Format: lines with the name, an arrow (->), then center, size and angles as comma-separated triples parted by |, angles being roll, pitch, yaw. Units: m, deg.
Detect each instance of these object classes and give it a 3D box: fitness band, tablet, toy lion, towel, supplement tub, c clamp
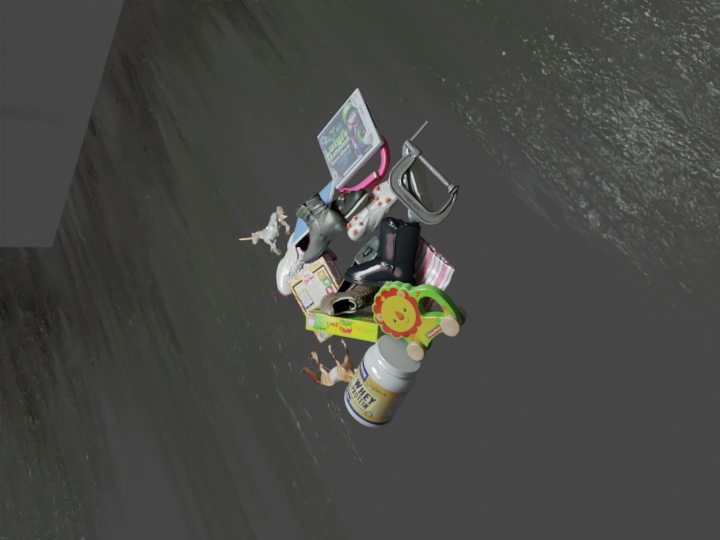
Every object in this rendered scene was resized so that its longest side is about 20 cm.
fitness band -> 0.000, -0.289, 1.565 | 0.198, 0.037, 0.147 | -30, 70, 41
tablet -> -0.134, -0.162, 1.644 | 0.199, 0.013, 0.133 | -37, 35, 43
toy lion -> 0.127, 0.101, 1.374 | 0.193, 0.069, 0.199 | 50, 127, 1
towel -> 0.138, -0.001, 1.437 | 0.200, 0.029, 0.149 | 46, 123, 35
supplement tub -> 0.056, 0.276, 1.442 | 0.145, 0.142, 0.203 | 49, 127, 32
c clamp -> 0.157, -0.218, 1.352 | 0.170, 0.027, 0.201 | -40, 89, 6

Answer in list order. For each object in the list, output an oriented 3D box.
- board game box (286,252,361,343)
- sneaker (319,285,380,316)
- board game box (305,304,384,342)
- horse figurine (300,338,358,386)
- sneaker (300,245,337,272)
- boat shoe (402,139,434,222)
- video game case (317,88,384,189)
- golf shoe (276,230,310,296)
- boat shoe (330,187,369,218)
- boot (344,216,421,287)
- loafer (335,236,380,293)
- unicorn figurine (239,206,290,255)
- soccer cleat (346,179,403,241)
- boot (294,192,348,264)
board game box -> -0.101, 0.078, 1.616 | 0.150, 0.046, 0.203 | -31, 86, 29
sneaker -> -0.004, 0.079, 1.472 | 0.075, 0.195, 0.072 | -139, 34, -62
board game box -> -0.034, 0.136, 1.510 | 0.194, 0.101, 0.049 | 8, 102, 17
horse figurine -> -0.079, 0.282, 1.646 | 0.197, 0.050, 0.135 | -26, 90, 34
sneaker -> -0.126, 0.012, 1.682 | 0.088, 0.080, 0.203 | 35, 119, 20
boat shoe -> 0.127, -0.217, 1.413 | 0.061, 0.072, 0.206 | -16, 84, 40
video game case -> -0.032, -0.355, 1.563 | 0.199, 0.023, 0.186 | -41, 60, 38
golf shoe -> -0.195, -0.025, 1.703 | 0.091, 0.074, 0.206 | -2, 72, 66
boat shoe -> -0.039, -0.180, 1.541 | 0.063, 0.074, 0.201 | 49, 157, -8
boot -> 0.054, -0.047, 1.427 | 0.195, 0.076, 0.173 | 7, 100, 24
loafer -> 0.000, 0.000, 1.518 | 0.071, 0.062, 0.204 | 30, 94, 47
unicorn figurine -> -0.289, -0.119, 1.853 | 0.201, 0.073, 0.138 | -49, 48, 18
soccer cleat -> 0.043, -0.158, 1.509 | 0.200, 0.077, 0.070 | -46, 61, 14
boot -> -0.129, -0.118, 1.555 | 0.130, 0.068, 0.200 | 41, 129, -7
